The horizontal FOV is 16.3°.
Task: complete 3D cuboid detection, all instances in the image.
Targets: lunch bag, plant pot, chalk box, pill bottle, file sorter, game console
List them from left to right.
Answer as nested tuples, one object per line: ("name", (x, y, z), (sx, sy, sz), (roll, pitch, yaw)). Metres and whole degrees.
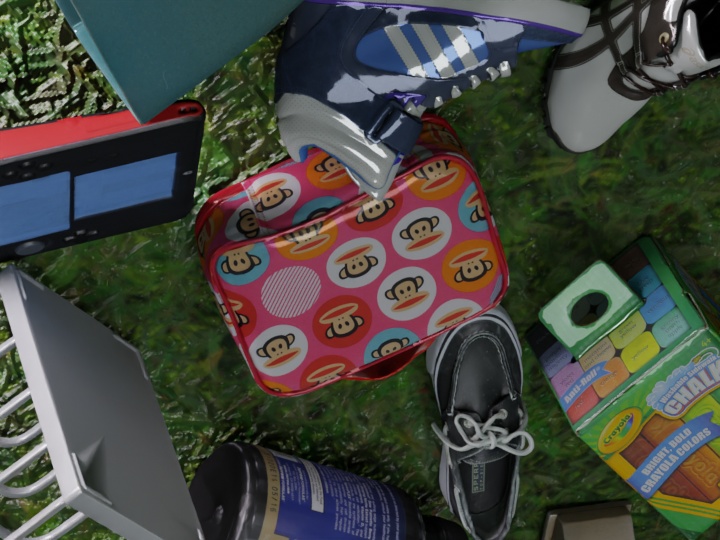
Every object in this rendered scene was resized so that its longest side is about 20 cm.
("file sorter", (-0.209, 0.128, 1.651), (0.124, 0.200, 0.139), (-36, 138, 14))
("game console", (-0.187, -0.051, 1.588), (0.176, 0.031, 0.200), (-9, 165, -10))
("plant pot", (-0.097, -0.218, 1.505), (0.199, 0.141, 0.142), (-31, 127, -6))
("pill bottle", (-0.024, 0.200, 1.830), (0.199, 0.112, 0.112), (18, 117, -27))
("lunch bag", (0.000, 0.000, 1.717), (0.199, 0.082, 0.177), (-22, 128, -2))
("chalk box", (0.210, 0.073, 1.806), (0.125, 0.124, 0.200), (-41, 126, 12))

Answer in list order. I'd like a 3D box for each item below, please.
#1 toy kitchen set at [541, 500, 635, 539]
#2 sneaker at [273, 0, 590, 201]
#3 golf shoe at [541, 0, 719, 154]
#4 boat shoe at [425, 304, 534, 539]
("toy kitchen set", (0.204, 0.296, 1.922), (0.199, 0.181, 0.164), (-5, 124, -19))
("sneaker", (0.042, -0.117, 1.628), (0.199, 0.081, 0.147), (5, 102, -10))
("golf shoe", (0.193, -0.148, 1.668), (0.077, 0.095, 0.200), (21, 117, -29))
("boat shoe", (0.087, 0.114, 1.831), (0.073, 0.068, 0.200), (-6, 125, -13))
